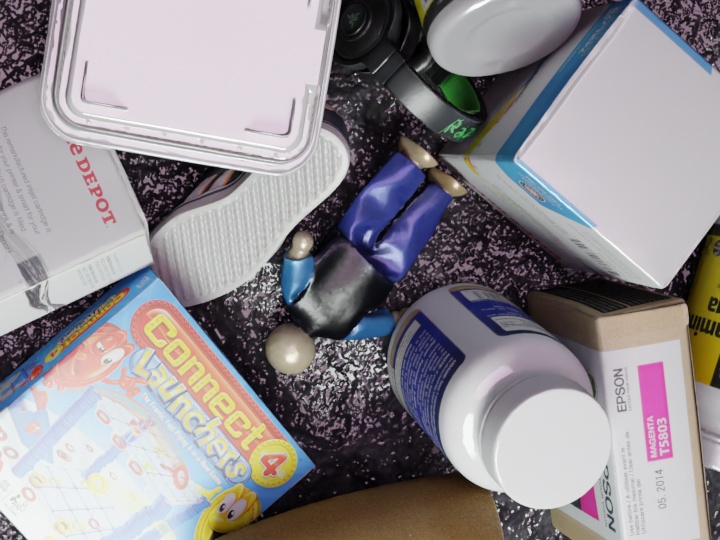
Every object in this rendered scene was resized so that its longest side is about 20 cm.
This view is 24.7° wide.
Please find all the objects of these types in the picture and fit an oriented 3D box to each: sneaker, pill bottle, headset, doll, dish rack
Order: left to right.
[{"bbox_3d":[-0.112,-0.161,1.126,0.198,0.044,0.173,9,91,-13],"label":"dish rack"},{"bbox_3d":[-0.085,-0.051,1.240,0.199,0.080,0.078,-36,112,19],"label":"sneaker"},{"bbox_3d":[0.000,0.000,1.269,0.200,0.048,0.136,-50,124,-2],"label":"doll"},{"bbox_3d":[0.029,-0.188,1.223,0.094,0.123,0.200,-44,78,20],"label":"headset"},{"bbox_3d":[0.080,-0.254,1.195,0.113,0.115,0.202,-10,67,-11],"label":"pill bottle"},{"bbox_3d":[0.103,0.094,1.215,0.119,0.200,0.121,-5,108,-16],"label":"pill bottle"},{"bbox_3d":[0.308,0.059,1.309,0.111,0.112,0.202,16,92,-13],"label":"pill bottle"}]

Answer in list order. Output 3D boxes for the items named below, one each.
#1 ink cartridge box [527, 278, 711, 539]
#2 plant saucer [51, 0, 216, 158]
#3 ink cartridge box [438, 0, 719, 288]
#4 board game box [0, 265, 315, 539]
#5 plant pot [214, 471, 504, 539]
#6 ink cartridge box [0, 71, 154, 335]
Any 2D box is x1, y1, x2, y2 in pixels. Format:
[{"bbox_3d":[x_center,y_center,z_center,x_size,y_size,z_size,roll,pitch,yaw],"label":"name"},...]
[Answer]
[{"bbox_3d":[0.196,0.116,1.265,0.074,0.165,0.202,-8,96,-12],"label":"ink cartridge box"},{"bbox_3d":[-0.121,-0.181,1.174,0.198,0.050,0.202,-1,95,-15],"label":"plant saucer"},{"bbox_3d":[0.176,-0.094,1.222,0.146,0.200,0.146,39,85,-13],"label":"ink cartridge box"},{"bbox_3d":[-0.169,0.133,1.227,0.196,0.056,0.200,-41,111,-5],"label":"board game box"},{"bbox_3d":[-0.010,0.243,1.221,0.198,0.186,0.188,1,95,-12],"label":"plant pot"},{"bbox_3d":[-0.263,-0.036,1.169,0.199,0.083,0.146,-25,75,-9],"label":"ink cartridge box"}]
